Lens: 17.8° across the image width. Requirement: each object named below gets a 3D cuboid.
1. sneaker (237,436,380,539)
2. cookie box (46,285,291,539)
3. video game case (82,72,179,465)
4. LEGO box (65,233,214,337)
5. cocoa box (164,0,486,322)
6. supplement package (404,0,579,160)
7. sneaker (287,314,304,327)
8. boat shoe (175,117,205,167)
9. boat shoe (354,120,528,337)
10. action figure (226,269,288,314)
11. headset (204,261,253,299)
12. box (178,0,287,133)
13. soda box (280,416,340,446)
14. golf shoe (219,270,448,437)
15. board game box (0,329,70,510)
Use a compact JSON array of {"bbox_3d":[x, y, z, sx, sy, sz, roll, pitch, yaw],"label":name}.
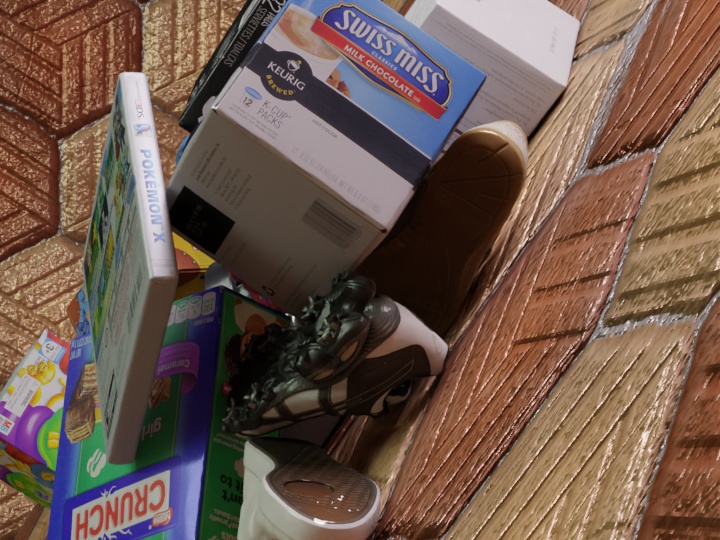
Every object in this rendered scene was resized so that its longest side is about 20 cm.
[{"bbox_3d":[-0.033,0.160,1.397,0.200,0.073,0.085,-145,61,-79],"label":"sneaker"},{"bbox_3d":[-0.136,0.131,1.613,0.171,0.075,0.200,-19,58,42],"label":"cookie box"},{"bbox_3d":[-0.157,0.000,1.552,0.200,0.022,0.182,108,156,-47],"label":"video game case"},{"bbox_3d":[-0.125,0.013,1.971,0.200,0.077,0.149,-3,-36,-42],"label":"LEGO box"},{"bbox_3d":[-0.030,-0.079,1.471,0.131,0.133,0.200,-56,3,-24],"label":"cocoa box"},{"bbox_3d":[0.053,-0.111,1.653,0.200,0.109,0.114,-53,10,30],"label":"supplement package"},{"bbox_3d":[0.000,0.000,1.750,0.079,0.074,0.200,-28,21,27],"label":"sneaker"},{"bbox_3d":[-0.039,-0.035,1.602,0.069,0.200,0.084,-51,7,40],"label":"boat shoe"},{"bbox_3d":[0.051,-0.015,1.496,0.200,0.074,0.069,-53,-3,27],"label":"boat shoe"},{"bbox_3d":[-0.067,-0.034,1.699,0.065,0.099,0.200,-30,24,11],"label":"action figure"},{"bbox_3d":[-0.073,0.052,1.789,0.094,0.124,0.200,-28,-13,18],"label":"headset"},{"bbox_3d":[-0.022,-0.141,1.883,0.149,0.200,0.124,-54,10,21],"label":"box"},{"bbox_3d":[-0.094,0.158,1.682,0.200,0.068,0.063,-57,10,12],"label":"soda box"},{"bbox_3d":[-0.021,0.073,1.475,0.200,0.094,0.078,-31,39,55],"label":"golf shoe"},{"bbox_3d":[-0.214,0.155,1.927,0.105,0.200,0.103,-61,9,-25],"label":"board game box"}]
